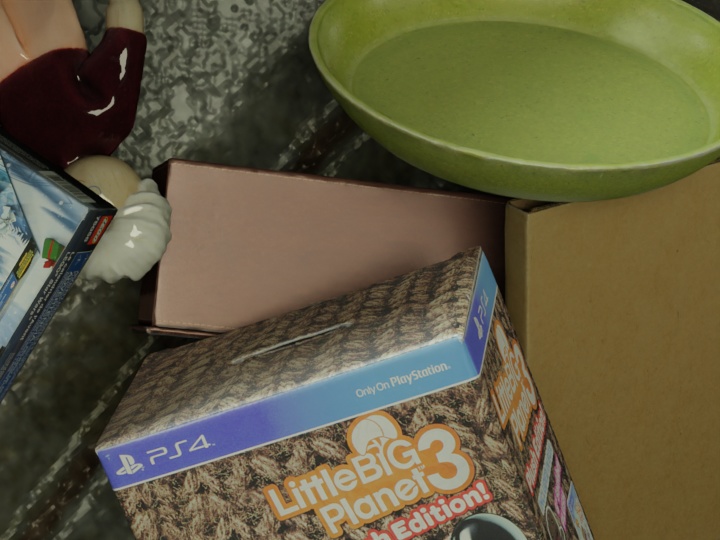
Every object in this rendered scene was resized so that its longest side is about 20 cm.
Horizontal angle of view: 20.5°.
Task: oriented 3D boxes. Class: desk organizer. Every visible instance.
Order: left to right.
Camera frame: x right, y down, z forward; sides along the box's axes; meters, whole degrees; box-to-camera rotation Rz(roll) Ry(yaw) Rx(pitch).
[{"bbox_3d":[0.000,0.000,0.912,0.198,0.072,0.078,6,88,-12],"label":"desk organizer"}]

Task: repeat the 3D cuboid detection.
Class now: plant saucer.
[{"bbox_3d":[0.076,-0.082,0.871,0.198,0.200,0.031,-1,122,-11],"label":"plant saucer"}]

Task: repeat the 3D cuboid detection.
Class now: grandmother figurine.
[{"bbox_3d":[-0.141,-0.082,0.855,0.121,0.060,0.201,-36,75,28],"label":"grandmother figurine"}]

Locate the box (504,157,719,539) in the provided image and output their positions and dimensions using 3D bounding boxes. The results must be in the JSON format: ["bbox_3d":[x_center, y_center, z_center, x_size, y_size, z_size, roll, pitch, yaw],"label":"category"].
[{"bbox_3d":[0.132,0.048,0.905,0.163,0.021,0.201,-15,115,-32],"label":"box"}]

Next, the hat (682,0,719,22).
[{"bbox_3d":[0.204,-0.206,0.942,0.199,0.081,0.202,0,91,-12],"label":"hat"}]

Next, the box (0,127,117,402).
[{"bbox_3d":[-0.213,-0.021,0.784,0.199,0.040,0.137,35,98,9],"label":"box"}]

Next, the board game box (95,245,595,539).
[{"bbox_3d":[0.008,0.118,0.832,0.158,0.097,0.201,-19,107,14],"label":"board game box"}]
